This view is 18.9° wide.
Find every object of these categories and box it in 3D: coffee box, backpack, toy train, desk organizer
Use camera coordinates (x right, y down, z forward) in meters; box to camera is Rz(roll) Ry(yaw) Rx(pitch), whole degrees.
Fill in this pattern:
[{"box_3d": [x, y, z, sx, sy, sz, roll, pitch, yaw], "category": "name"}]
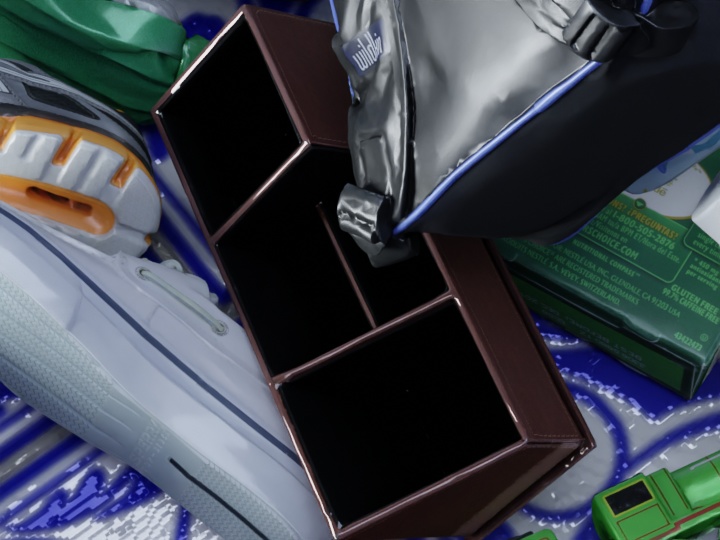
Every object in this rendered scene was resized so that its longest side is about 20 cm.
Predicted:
[{"box_3d": [0.133, -0.060, 0.872, 0.123, 0.044, 0.200, 28, 70, 14], "category": "coffee box"}, {"box_3d": [0.069, -0.127, 0.761, 0.146, 0.183, 0.201, 1, 62, -35], "category": "backpack"}, {"box_3d": [0.119, 0.099, 0.804, 0.199, 0.042, 0.057, -23, 56, -9], "category": "toy train"}, {"box_3d": [0.000, 0.000, 0.810, 0.077, 0.072, 0.201, 5, 51, -46], "category": "desk organizer"}]

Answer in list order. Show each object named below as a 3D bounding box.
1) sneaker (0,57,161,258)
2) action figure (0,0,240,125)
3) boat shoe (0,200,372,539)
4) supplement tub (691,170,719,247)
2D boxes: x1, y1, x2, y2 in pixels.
[{"box_3d": [-0.173, -0.058, 0.846, 0.199, 0.078, 0.077, 23, 25, -10], "category": "sneaker"}, {"box_3d": [-0.137, -0.109, 0.882, 0.199, 0.118, 0.055, 24, 56, 3], "category": "action figure"}, {"box_3d": [-0.081, 0.031, 0.817, 0.200, 0.074, 0.067, 42, 55, -6], "category": "boat shoe"}, {"box_3d": [0.233, -0.001, 0.766, 0.200, 0.145, 0.145, 39, 71, 2], "category": "supplement tub"}]
